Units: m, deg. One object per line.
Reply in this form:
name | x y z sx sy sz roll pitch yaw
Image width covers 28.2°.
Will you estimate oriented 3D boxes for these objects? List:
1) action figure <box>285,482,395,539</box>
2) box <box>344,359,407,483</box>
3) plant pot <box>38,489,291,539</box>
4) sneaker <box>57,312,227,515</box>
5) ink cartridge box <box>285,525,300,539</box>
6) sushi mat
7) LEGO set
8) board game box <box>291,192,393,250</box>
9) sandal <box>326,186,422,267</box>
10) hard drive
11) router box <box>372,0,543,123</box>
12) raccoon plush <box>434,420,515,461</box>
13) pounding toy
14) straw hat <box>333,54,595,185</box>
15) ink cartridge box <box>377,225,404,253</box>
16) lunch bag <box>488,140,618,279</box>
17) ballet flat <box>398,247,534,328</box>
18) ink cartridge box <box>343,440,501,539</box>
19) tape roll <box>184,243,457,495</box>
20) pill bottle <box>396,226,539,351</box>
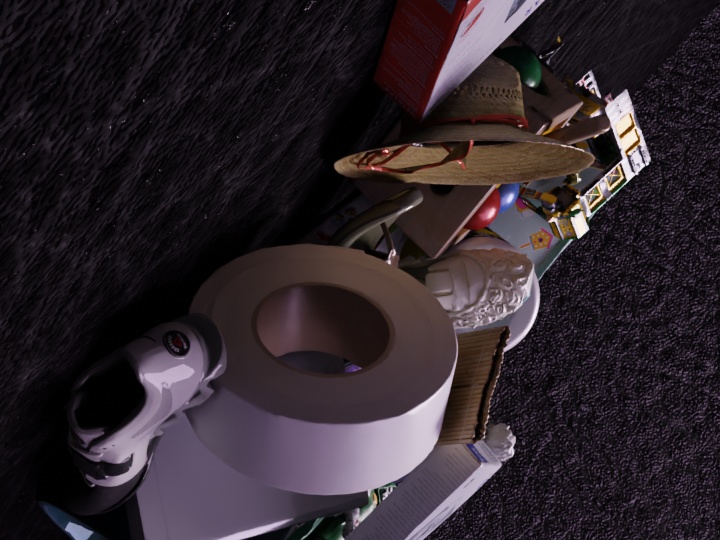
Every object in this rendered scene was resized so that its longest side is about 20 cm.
action figure | -0.027 0.255 1.346 0.200 0.054 0.119 -44 149 -43
box | -0.012 0.130 1.462 0.147 0.104 0.201 -25 133 -19
plant pot | -0.128 0.174 1.191 0.197 0.199 0.200 -53 175 -19
sneaker | -0.178 0.104 0.989 0.088 0.074 0.200 -12 147 -49
ink cartridge box | -0.155 0.247 1.408 0.129 0.200 0.125 -46 155 -9
sushi mat | 0.047 0.096 1.135 0.199 0.012 0.097 -15 -127 59
LEGO set | 0.178 -0.137 1.386 0.153 0.200 0.116 -35 133 -4
board game box | -0.037 -0.004 1.321 0.200 0.035 0.127 -40 169 -44
sandal | 0.000 0.000 1.208 0.080 0.057 0.201 -31 163 -47
hard drive | -0.091 0.137 1.104 0.198 0.134 0.026 -9 177 -34
router box | 0.102 -0.215 0.971 0.200 0.049 0.180 -45 173 -18
raccoon plush | 0.024 0.162 1.298 0.198 0.098 0.134 0 -147 36
pounding toy | 0.120 -0.113 1.254 0.200 0.142 0.184 -50 173 24
straw hat | 0.077 -0.122 1.094 0.201 0.198 0.086 65 24 -82
ink cartridge box | -0.001 0.012 1.538 0.148 0.075 0.201 -44 138 -27
lunch bag | 0.167 -0.090 1.550 0.200 0.170 0.122 -50 180 20
ballet flat | 0.055 0.019 1.276 0.198 0.073 0.072 -8 -167 28
ink cartridge box | 0.027 0.215 1.184 0.200 0.041 0.200 -43 168 3
tape roll | -0.030 0.067 1.053 0.202 0.201 0.071 -40 148 -45
pill bottle | 0.098 0.006 1.417 0.114 0.114 0.200 -48 -164 3
